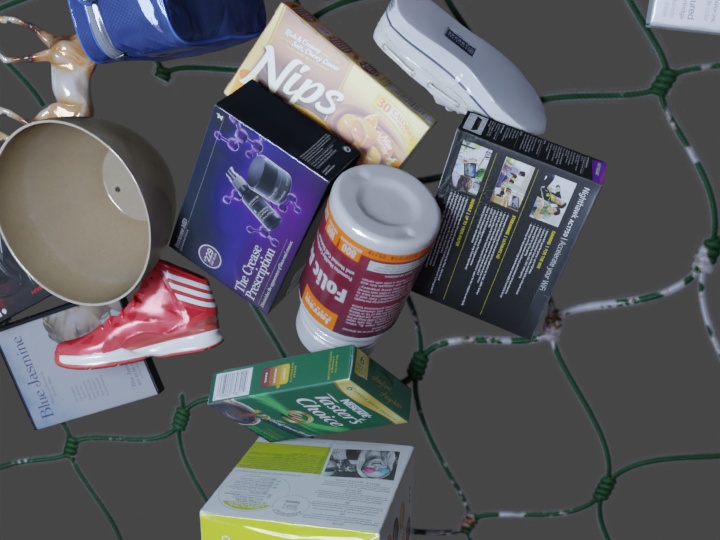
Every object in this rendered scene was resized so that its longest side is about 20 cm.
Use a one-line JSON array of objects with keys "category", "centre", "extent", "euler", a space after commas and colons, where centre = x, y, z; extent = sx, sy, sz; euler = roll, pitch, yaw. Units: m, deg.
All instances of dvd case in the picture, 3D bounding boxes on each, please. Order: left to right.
[{"category": "dvd case", "centre": [-0.358, 0.113, 1.128], "extent": [0.198, 0.018, 0.144], "euler": [-17, 101, 19]}]

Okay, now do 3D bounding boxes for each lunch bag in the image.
[{"category": "lunch bag", "centre": [-0.202, -0.277, 0.881], "extent": [0.131, 0.200, 0.138], "euler": [-6, 102, 29]}]

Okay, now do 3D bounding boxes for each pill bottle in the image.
[{"category": "pill bottle", "centre": [0.000, 0.000, 0.923], "extent": [0.113, 0.115, 0.201], "euler": [28, 135, 6]}]

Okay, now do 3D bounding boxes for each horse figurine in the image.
[{"category": "horse figurine", "centre": [-0.347, -0.206, 1.014], "extent": [0.131, 0.050, 0.203], "euler": [4, 98, -8]}]

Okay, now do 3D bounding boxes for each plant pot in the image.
[{"category": "plant pot", "centre": [-0.281, -0.081, 0.986], "extent": [0.198, 0.135, 0.203], "euler": [8, 115, 18]}]

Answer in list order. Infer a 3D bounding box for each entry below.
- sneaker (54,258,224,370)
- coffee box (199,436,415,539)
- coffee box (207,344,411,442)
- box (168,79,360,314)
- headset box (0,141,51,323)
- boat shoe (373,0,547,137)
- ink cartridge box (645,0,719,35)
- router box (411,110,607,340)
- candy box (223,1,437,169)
[{"category": "sneaker", "centre": [-0.265, 0.047, 1.054], "extent": [0.197, 0.078, 0.117], "euler": [-9, 93, -7]}, {"category": "coffee box", "centre": [-0.051, 0.323, 1.010], "extent": [0.197, 0.198, 0.203], "euler": [3, 106, 14]}, {"category": "coffee box", "centre": [-0.057, 0.140, 0.987], "extent": [0.198, 0.044, 0.123], "euler": [-14, 143, 30]}, {"category": "box", "centre": [-0.106, -0.074, 0.947], "extent": [0.140, 0.079, 0.201], "euler": [35, 131, 8]}, {"category": "headset box", "centre": [-0.436, -0.050, 1.073], "extent": [0.148, 0.077, 0.202], "euler": [-24, 99, 19]}, {"category": "boat shoe", "centre": [0.098, -0.193, 0.902], "extent": [0.199, 0.072, 0.066], "euler": [35, 142, -11]}, {"category": "ink cartridge box", "centre": [0.369, -0.281, 0.796], "extent": [0.197, 0.083, 0.148], "euler": [10, 106, 12]}, {"category": "router box", "centre": [0.142, -0.041, 0.910], "extent": [0.148, 0.051, 0.202], "euler": [23, 127, 8]}, {"category": "candy box", "centre": [-0.031, -0.173, 0.944], "extent": [0.199, 0.055, 0.116], "euler": [40, 111, 1]}]
